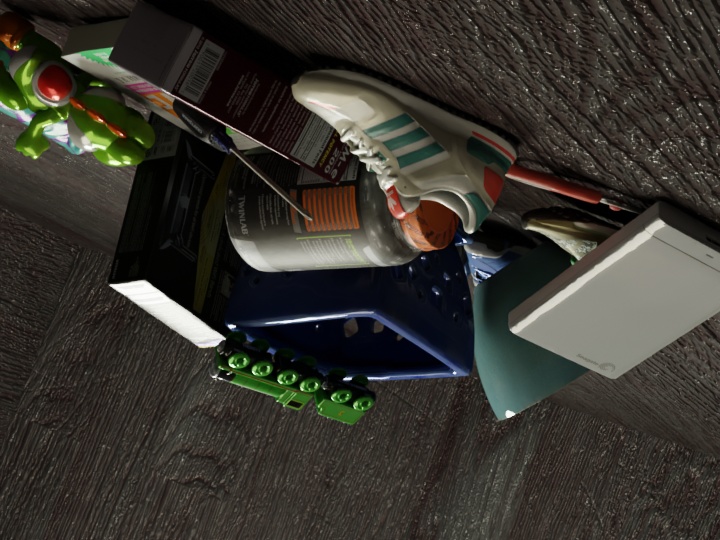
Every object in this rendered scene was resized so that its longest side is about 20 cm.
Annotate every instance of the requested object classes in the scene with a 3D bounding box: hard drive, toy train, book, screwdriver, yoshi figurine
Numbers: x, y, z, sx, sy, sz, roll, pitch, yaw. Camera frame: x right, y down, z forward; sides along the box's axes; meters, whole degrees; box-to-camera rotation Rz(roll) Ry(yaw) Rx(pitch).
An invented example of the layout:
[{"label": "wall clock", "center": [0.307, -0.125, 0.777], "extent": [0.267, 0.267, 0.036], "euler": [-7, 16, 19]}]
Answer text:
[{"label": "hard drive", "center": [0.245, 0.023, 1.343], "extent": [0.131, 0.027, 0.200], "euler": [25, 138, -25]}, {"label": "toy train", "center": [-0.071, 0.114, 1.564], "extent": [0.199, 0.056, 0.042], "euler": [22, -143, -32]}, {"label": "book", "center": [-0.164, -0.177, 1.424], "extent": [0.199, 0.048, 0.133], "euler": [28, 166, -35]}, {"label": "screwdriver", "center": [-0.106, -0.096, 1.332], "extent": [0.200, 0.029, 0.028], "euler": [47, -163, 31]}, {"label": "yoshi figurine", "center": [-0.285, -0.162, 1.488], "extent": [0.200, 0.113, 0.112], "euler": [35, -148, 9]}]

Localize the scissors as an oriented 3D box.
[{"label": "scissors", "center": [0.207, -0.059, 1.289], "extent": [0.199, 0.014, 0.073], "euler": [20, -179, 15]}]

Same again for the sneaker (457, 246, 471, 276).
[{"label": "sneaker", "center": [0.058, -0.022, 1.816], "extent": [0.085, 0.077, 0.200], "euler": [31, 168, -34]}]

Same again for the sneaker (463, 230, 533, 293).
[{"label": "sneaker", "center": [0.163, 0.009, 1.721], "extent": [0.075, 0.077, 0.200], "euler": [19, 171, 27]}]

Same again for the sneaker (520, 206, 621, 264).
[{"label": "sneaker", "center": [0.231, 0.005, 1.393], "extent": [0.199, 0.089, 0.077], "euler": [23, -175, -13]}]

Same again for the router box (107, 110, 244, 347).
[{"label": "router box", "center": [-0.170, -0.044, 1.541], "extent": [0.052, 0.201, 0.157], "euler": [-6, 150, 32]}]

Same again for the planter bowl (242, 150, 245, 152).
[{"label": "planter bowl", "center": [-0.108, -0.075, 1.848], "extent": [0.199, 0.084, 0.200], "euler": [21, 173, 3]}]

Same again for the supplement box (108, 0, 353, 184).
[{"label": "supplement box", "center": [-0.103, -0.150, 1.283], "extent": [0.200, 0.061, 0.109], "euler": [27, -177, -39]}]

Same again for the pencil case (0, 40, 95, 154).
[{"label": "pencil case", "center": [-0.361, -0.200, 1.627], "extent": [0.092, 0.085, 0.200], "euler": [36, -175, 41]}]

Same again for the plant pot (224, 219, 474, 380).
[{"label": "plant pot", "center": [0.000, 0.000, 1.566], "extent": [0.199, 0.181, 0.200], "euler": [-5, 157, 34]}]

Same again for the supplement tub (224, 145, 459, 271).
[{"label": "supplement tub", "center": [-0.015, -0.063, 1.405], "extent": [0.199, 0.123, 0.122], "euler": [-2, 162, 29]}]

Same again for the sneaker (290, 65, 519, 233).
[{"label": "sneaker", "center": [0.028, -0.097, 1.239], "extent": [0.199, 0.094, 0.070], "euler": [22, 173, -11]}]

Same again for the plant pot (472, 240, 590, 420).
[{"label": "plant pot", "center": [0.196, 0.049, 1.604], "extent": [0.135, 0.199, 0.200], "euler": [58, 174, 3]}]
